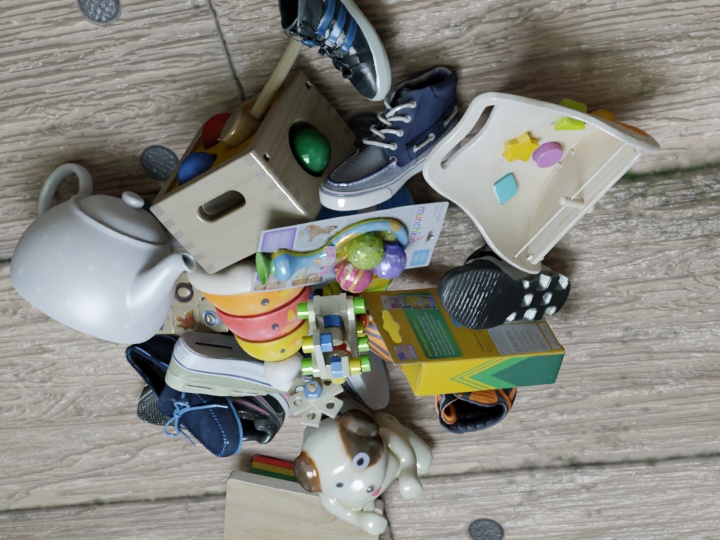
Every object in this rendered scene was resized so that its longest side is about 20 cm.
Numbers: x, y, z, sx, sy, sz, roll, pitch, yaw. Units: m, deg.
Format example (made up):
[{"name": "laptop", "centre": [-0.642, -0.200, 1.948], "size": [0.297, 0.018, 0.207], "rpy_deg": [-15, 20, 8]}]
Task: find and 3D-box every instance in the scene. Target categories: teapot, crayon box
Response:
[{"name": "teapot", "centre": [-0.284, -0.022, 1.648], "size": [0.200, 0.197, 0.146], "rpy_deg": [25, 100, -6]}, {"name": "crayon box", "centre": [0.107, 0.074, 1.630], "size": [0.199, 0.126, 0.052], "rpy_deg": [-3, 129, -19]}]

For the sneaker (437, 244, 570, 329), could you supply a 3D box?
[{"name": "sneaker", "centre": [0.135, 0.012, 1.599], "size": [0.088, 0.200, 0.074], "rpy_deg": [40, 113, 34]}]

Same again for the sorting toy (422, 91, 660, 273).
[{"name": "sorting toy", "centre": [0.163, -0.114, 1.505], "size": [0.180, 0.107, 0.200], "rpy_deg": [17, 131, -33]}]

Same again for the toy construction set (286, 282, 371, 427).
[{"name": "toy construction set", "centre": [-0.028, 0.089, 1.603], "size": [0.092, 0.131, 0.200], "rpy_deg": [0, 153, -9]}]

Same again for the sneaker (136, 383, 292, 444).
[{"name": "sneaker", "centre": [-0.187, 0.175, 1.837], "size": [0.199, 0.086, 0.081], "rpy_deg": [-3, 122, 15]}]

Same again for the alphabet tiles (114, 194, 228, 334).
[{"name": "alphabet tiles", "centre": [-0.226, -0.007, 1.731], "size": [0.199, 0.006, 0.167], "rpy_deg": [-3, 103, 14]}]

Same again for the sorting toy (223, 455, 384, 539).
[{"name": "sorting toy", "centre": [-0.074, 0.340, 1.938], "size": [0.199, 0.070, 0.199], "rpy_deg": [11, 126, 4]}]

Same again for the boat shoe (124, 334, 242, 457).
[{"name": "boat shoe", "centre": [-0.217, 0.158, 1.775], "size": [0.200, 0.069, 0.084], "rpy_deg": [39, 121, 37]}]

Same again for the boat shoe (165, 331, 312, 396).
[{"name": "boat shoe", "centre": [-0.140, 0.117, 1.754], "size": [0.200, 0.072, 0.062], "rpy_deg": [14, 123, -34]}]

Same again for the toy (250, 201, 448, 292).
[{"name": "toy", "centre": [-0.008, -0.009, 1.528], "size": [0.199, 0.047, 0.115], "rpy_deg": [-6, 148, -15]}]

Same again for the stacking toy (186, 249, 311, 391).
[{"name": "stacking toy", "centre": [-0.099, 0.050, 1.667], "size": [0.146, 0.146, 0.200], "rpy_deg": [-7, 122, 17]}]

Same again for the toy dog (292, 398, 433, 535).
[{"name": "toy dog", "centre": [-0.007, 0.213, 1.749], "size": [0.139, 0.200, 0.194], "rpy_deg": [-32, 85, 4]}]

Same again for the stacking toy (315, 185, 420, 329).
[{"name": "stacking toy", "centre": [0.000, 0.000, 1.668], "size": [0.116, 0.110, 0.200], "rpy_deg": [-6, 136, -10]}]

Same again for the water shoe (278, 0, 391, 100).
[{"name": "water shoe", "centre": [-0.043, -0.249, 1.499], "size": [0.200, 0.079, 0.071], "rpy_deg": [60, 156, -15]}]

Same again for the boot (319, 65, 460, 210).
[{"name": "boot", "centre": [0.028, -0.138, 1.517], "size": [0.073, 0.200, 0.091], "rpy_deg": [20, 128, 34]}]

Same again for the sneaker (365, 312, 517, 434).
[{"name": "sneaker", "centre": [0.087, 0.117, 1.718], "size": [0.199, 0.112, 0.078], "rpy_deg": [20, 126, 0]}]

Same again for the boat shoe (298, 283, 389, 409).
[{"name": "boat shoe", "centre": [-0.048, 0.091, 1.763], "size": [0.091, 0.071, 0.200], "rpy_deg": [-24, 109, 27]}]

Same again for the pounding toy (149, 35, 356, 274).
[{"name": "pounding toy", "centre": [-0.104, -0.134, 1.559], "size": [0.200, 0.184, 0.142], "rpy_deg": [-25, 117, 36]}]

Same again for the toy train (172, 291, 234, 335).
[{"name": "toy train", "centre": [-0.180, 0.070, 1.786], "size": [0.034, 0.046, 0.200], "rpy_deg": [-33, 112, 30]}]
